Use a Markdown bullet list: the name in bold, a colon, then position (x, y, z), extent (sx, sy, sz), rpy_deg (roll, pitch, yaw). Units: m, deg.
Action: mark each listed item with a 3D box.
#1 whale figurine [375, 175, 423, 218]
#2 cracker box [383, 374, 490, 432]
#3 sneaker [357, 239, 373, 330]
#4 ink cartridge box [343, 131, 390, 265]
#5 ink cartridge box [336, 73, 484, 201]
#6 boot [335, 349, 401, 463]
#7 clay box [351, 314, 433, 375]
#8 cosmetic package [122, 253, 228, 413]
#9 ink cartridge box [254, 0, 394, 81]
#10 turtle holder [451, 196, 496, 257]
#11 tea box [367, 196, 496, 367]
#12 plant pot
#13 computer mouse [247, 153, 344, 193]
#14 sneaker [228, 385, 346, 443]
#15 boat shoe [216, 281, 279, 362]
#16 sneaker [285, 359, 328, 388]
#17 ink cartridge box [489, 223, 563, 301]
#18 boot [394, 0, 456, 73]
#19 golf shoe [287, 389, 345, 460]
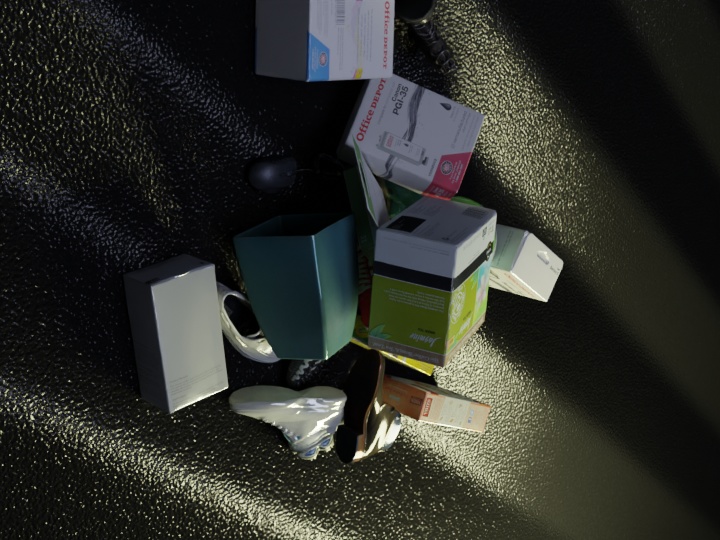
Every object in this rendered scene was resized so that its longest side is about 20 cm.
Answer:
- **whale figurine**: position (0.110, -0.142, 1.752), extent (0.159, 0.103, 0.201), rpy_deg (-47, 132, -25)
- **cracker box**: position (0.126, 0.242, 1.857), extent (0.199, 0.133, 0.058), rpy_deg (18, 89, -46)
- **sneaker**: position (0.000, 0.000, 1.660), extent (0.112, 0.071, 0.201), rpy_deg (33, 42, -30)
- **ink cartridge box**: position (0.006, -0.103, 1.571), extent (0.200, 0.048, 0.146), rpy_deg (53, 22, -61)
- **ink cartridge box**: position (0.079, -0.217, 1.633), extent (0.199, 0.083, 0.147), rpy_deg (23, 78, -7)
- **boot**: position (0.024, 0.223, 1.695), extent (0.097, 0.075, 0.201), rpy_deg (2, 110, -44)
- **clay box**: position (0.032, 0.119, 1.742), extent (0.200, 0.114, 0.048), rpy_deg (31, 80, -46)
- **cosmetic package**: position (-0.265, 0.089, 1.462), extent (0.112, 0.081, 0.202), rpy_deg (-19, 114, -40)
- **ink cartridge box**: position (-0.044, -0.355, 1.522), extent (0.199, 0.125, 0.130), rpy_deg (-11, 110, -44)
- **turtle holder**: position (0.169, -0.029, 1.726), extent (0.132, 0.140, 0.187), rpy_deg (16, 63, -73)
- **tea box**: position (0.113, 0.012, 1.567), extent (0.200, 0.133, 0.198), rpy_deg (-37, 137, -58)
- **plant pot**: position (-0.086, 0.027, 1.537), extent (0.141, 0.140, 0.202), rpy_deg (-33, 119, -59)
- **computer mouse**: position (-0.095, -0.154, 1.594), extent (0.199, 0.034, 0.059), rpy_deg (-12, 109, -43)
- **sneaker**: position (-0.118, 0.237, 1.629), extent (0.199, 0.075, 0.089), rpy_deg (5, 105, -25)
- **boat shoe**: position (-0.169, 0.085, 1.565), extent (0.072, 0.065, 0.200), rpy_deg (-54, 133, -19)
- **sneaker**: position (-0.083, 0.097, 1.658), extent (0.066, 0.090, 0.201), rpy_deg (-15, 138, -59)
- **ink cartridge box**: position (0.247, -0.025, 1.853), extent (0.145, 0.199, 0.084), rpy_deg (33, 78, -44)
- **boot**: position (0.109, -0.390, 1.632), extent (0.069, 0.200, 0.174), rpy_deg (-34, 124, 6)
- **golf shoe**: position (-0.048, 0.232, 1.727), extent (0.200, 0.078, 0.098), rpy_deg (-38, 120, -33)
